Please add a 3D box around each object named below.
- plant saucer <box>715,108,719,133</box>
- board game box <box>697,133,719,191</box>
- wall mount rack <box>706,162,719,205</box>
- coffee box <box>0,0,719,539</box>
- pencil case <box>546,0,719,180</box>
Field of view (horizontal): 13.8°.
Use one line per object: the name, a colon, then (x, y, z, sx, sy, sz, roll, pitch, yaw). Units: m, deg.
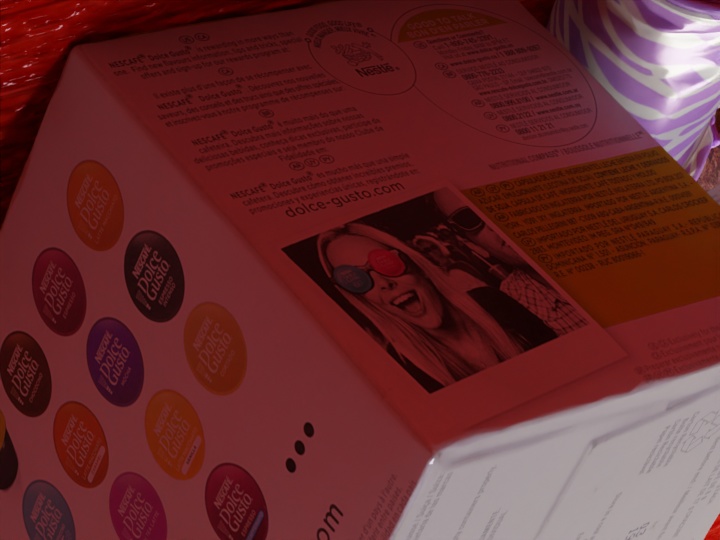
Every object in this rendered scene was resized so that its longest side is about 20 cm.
plant saucer: (0.215, -0.087, 1.374, 0.200, 0.037, 0.200, -26, 164, -8)
board game box: (0.243, -0.033, 1.342, 0.159, 0.097, 0.200, -38, 163, 27)
wall mount rack: (0.124, 0.010, 1.188, 0.200, 0.174, 0.075, -30, 131, 0)
coffee box: (-0.001, 0.041, 1.029, 0.200, 0.198, 0.200, -15, 143, -42)
pencil case: (0.114, -0.086, 1.106, 0.085, 0.084, 0.200, -3, 160, -8)
